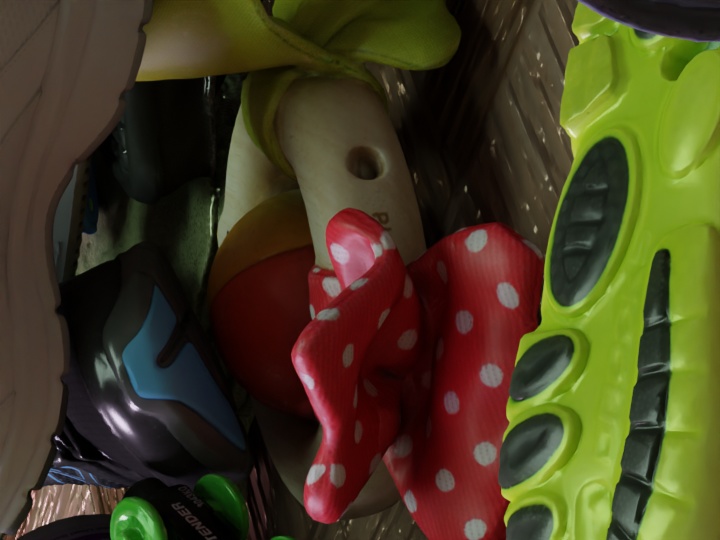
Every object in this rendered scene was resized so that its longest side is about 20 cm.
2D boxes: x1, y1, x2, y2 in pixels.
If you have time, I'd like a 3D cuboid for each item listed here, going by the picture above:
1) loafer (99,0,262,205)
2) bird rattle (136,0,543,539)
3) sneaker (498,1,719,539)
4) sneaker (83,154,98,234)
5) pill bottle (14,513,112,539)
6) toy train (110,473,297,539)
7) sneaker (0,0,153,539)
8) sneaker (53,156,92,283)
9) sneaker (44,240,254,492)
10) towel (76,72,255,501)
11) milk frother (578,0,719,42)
[{"bbox_3d":[-0.041,-0.118,0.892,0.073,0.071,0.201,-166,83,-75],"label":"loafer"},{"bbox_3d":[0.000,0.000,0.803,0.163,0.112,0.200,104,145,-58],"label":"bird rattle"},{"bbox_3d":[0.084,-0.018,0.565,0.074,0.083,0.201,6,75,50],"label":"sneaker"},{"bbox_3d":[-0.108,-0.064,0.984,0.200,0.075,0.105,118,134,-62],"label":"sneaker"},{"bbox_3d":[-0.056,0.153,0.860,0.200,0.112,0.113,-147,61,-66],"label":"pill bottle"},{"bbox_3d":[-0.001,0.123,0.734,0.200,0.042,0.057,40,126,35],"label":"toy train"},{"bbox_3d":[-0.120,-0.009,0.763,0.074,0.087,0.201,14,95,51],"label":"sneaker"},{"bbox_3d":[-0.138,-0.065,0.884,0.071,0.112,0.201,-108,21,-46],"label":"sneaker"},{"bbox_3d":[-0.084,0.041,0.851,0.200,0.082,0.073,159,89,-79],"label":"sneaker"},{"bbox_3d":[-0.066,-0.021,1.002,0.200,0.036,0.149,-120,37,-52],"label":"towel"},{"bbox_3d":[0.029,-0.173,0.507,0.181,0.200,0.188,-52,28,10],"label":"milk frother"}]
